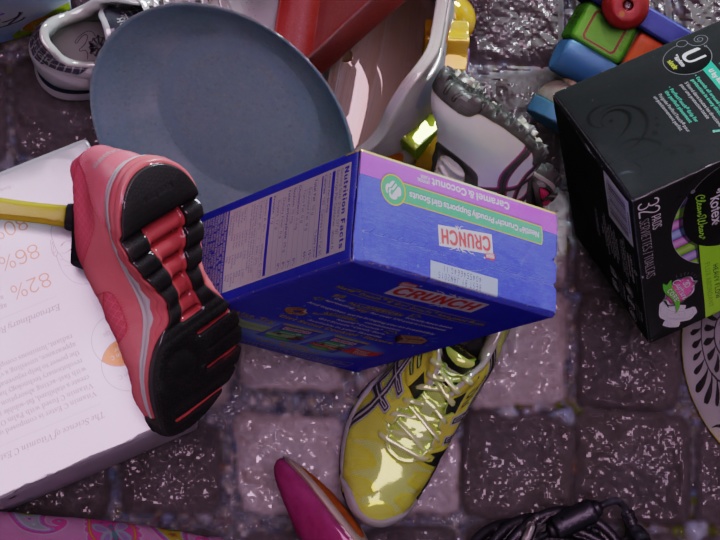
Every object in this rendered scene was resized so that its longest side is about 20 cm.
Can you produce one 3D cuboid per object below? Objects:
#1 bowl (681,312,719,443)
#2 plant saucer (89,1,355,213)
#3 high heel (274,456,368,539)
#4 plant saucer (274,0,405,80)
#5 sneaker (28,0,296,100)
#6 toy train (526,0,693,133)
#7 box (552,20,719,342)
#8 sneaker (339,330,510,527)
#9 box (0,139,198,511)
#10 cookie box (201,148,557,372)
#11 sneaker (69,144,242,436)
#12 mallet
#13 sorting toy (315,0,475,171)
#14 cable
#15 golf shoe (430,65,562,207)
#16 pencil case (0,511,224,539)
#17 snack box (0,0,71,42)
[{"bbox_3d":[0.337,0.051,1.216,0.199,0.094,0.203,1,80,-5],"label":"bowl"},{"bbox_3d":[-0.089,-0.100,1.173,0.200,0.202,0.039,32,42,0],"label":"plant saucer"},{"bbox_3d":[-0.022,0.230,1.173,0.096,0.067,0.201,-36,88,2],"label":"high heel"},{"bbox_3d":[0.004,-0.237,1.153,0.036,0.199,0.202,16,66,-23],"label":"plant saucer"},{"bbox_3d":[-0.135,-0.167,1.211,0.198,0.081,0.077,-16,80,-11],"label":"sneaker"},{"bbox_3d":[0.227,-0.120,1.247,0.199,0.085,0.116,29,95,-8],"label":"toy train"},{"bbox_3d":[0.252,-0.074,1.170,0.199,0.149,0.125,-24,47,-6],"label":"box"},{"bbox_3d":[0.044,0.083,1.189,0.075,0.076,0.201,26,80,-3],"label":"sneaker"},{"bbox_3d":[-0.214,0.040,1.155,0.151,0.106,0.202,-22,83,-10],"label":"box"},{"bbox_3d":[0.000,0.000,1.103,0.170,0.199,0.076,16,68,-37],"label":"cookie box"},{"bbox_3d":[-0.131,0.008,1.056,0.073,0.202,0.086,-30,39,-33],"label":"sneaker"},{"bbox_3d":[-0.240,-0.031,1.095,0.198,0.041,0.067,0,82,-1],"label":"mallet"},{"bbox_3d":[0.033,-0.158,1.175,0.106,0.180,0.202,10,80,-4],"label":"sorting toy"},{"bbox_3d":[0.145,0.265,1.183,0.162,0.051,0.202,-15,83,-8],"label":"cable"},{"bbox_3d":[0.080,-0.067,1.160,0.088,0.200,0.077,-47,64,-2],"label":"golf shoe"},{"bbox_3d":[-0.187,0.211,1.144,0.198,0.087,0.088,5,80,-5],"label":"pencil case"},{"bbox_3d":[-0.300,-0.190,1.153,0.198,0.169,0.068,-16,86,-9],"label":"snack box"}]
